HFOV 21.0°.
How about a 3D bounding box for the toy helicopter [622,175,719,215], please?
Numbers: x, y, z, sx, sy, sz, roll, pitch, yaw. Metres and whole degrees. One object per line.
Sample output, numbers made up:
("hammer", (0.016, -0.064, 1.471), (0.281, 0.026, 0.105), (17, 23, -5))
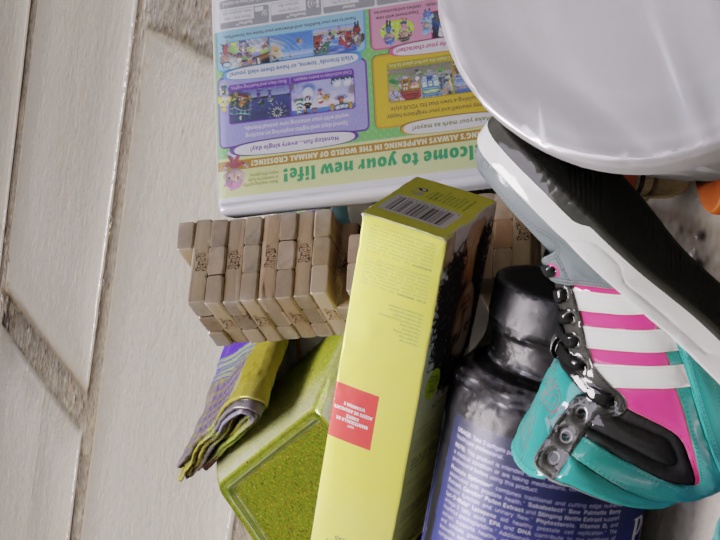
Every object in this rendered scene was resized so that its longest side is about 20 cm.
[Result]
("toy helicopter", (0.134, -0.102, 0.977), (0.200, 0.078, 0.133), (-138, 47, -77))

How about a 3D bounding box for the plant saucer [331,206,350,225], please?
("plant saucer", (0.010, -0.089, 1.234), (0.200, 0.027, 0.201), (6, -90, -83))

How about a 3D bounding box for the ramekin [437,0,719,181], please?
("ramekin", (0.141, -0.130, 0.833), (0.201, 0.094, 0.204), (-7, 75, 29))

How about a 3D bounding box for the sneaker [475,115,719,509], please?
("sneaker", (0.100, 0.032, 0.874), (0.121, 0.200, 0.084), (-45, -1, 25))

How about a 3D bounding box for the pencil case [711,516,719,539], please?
("pencil case", (0.151, 0.177, 0.872), (0.200, 0.085, 0.093), (-58, 41, 48))

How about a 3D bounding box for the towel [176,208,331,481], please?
("towel", (-0.061, 0.025, 1.196), (0.144, 0.023, 0.201), (131, 159, -61))

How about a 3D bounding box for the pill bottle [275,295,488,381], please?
("pill bottle", (0.004, 0.069, 1.211), (0.200, 0.111, 0.112), (124, 143, -50))

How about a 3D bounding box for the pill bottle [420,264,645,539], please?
("pill bottle", (0.092, 0.105, 0.990), (0.112, 0.111, 0.201), (-141, 58, -63))

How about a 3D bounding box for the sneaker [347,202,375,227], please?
("sneaker", (0.060, -0.102, 1.095), (0.077, 0.111, 0.201), (5, -85, -72))

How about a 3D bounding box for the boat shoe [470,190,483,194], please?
("boat shoe", (0.061, -0.131, 1.171), (0.074, 0.075, 0.201), (-53, -26, -81))

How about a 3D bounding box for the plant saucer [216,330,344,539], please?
("plant saucer", (-0.002, 0.151, 1.142), (0.200, 0.048, 0.200), (55, 142, 5))

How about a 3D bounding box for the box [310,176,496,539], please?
("box", (0.020, 0.059, 1.003), (0.075, 0.050, 0.201), (-37, -38, -59))

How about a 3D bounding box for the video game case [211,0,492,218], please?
("video game case", (0.011, -0.129, 1.064), (0.022, 0.199, 0.183), (19, -113, -67))

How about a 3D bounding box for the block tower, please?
("block tower", (0.000, 0.000, 1.067), (0.054, 0.199, 0.058), (61, -152, -58))
